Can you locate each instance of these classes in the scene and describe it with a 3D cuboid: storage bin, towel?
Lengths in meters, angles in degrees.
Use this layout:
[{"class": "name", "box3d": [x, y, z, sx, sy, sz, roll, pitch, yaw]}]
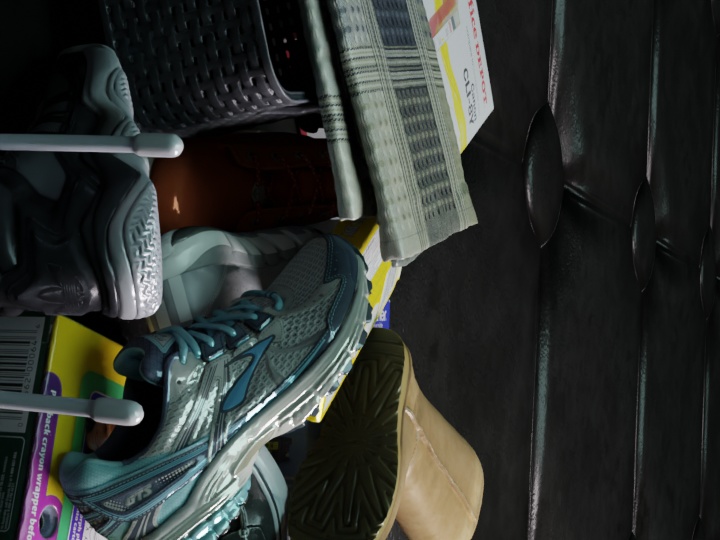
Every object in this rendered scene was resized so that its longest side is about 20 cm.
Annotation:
[{"class": "storage bin", "box3d": [-0.081, -0.181, 0.813, 0.135, 0.093, 0.201, -16, 94, -70]}, {"class": "towel", "box3d": [0.014, -0.105, 0.862, 0.193, 0.034, 0.201, -25, 100, -72]}]

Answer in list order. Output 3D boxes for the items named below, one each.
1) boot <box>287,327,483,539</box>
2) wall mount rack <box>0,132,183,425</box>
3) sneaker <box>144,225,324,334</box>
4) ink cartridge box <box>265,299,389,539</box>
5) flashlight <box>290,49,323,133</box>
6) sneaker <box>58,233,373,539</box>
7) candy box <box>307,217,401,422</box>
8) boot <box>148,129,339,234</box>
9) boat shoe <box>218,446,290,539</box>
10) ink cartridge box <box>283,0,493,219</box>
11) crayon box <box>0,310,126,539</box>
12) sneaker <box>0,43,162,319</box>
[{"class": "boot", "box3d": [0.029, 0.155, 0.979, 0.200, 0.066, 0.176, 60, 42, -52]}, {"class": "wall mount rack", "box3d": [-0.173, -0.009, 0.600, 0.173, 0.075, 0.201, 13, 75, -24]}, {"class": "sneaker", "box3d": [-0.067, 0.037, 0.845, 0.200, 0.075, 0.116, -4, 76, -64]}, {"class": "ink cartridge box", "box3d": [-0.039, 0.084, 0.996, 0.136, 0.076, 0.201, 2, 87, -66]}, {"class": "flashlight", "box3d": [-0.030, -0.194, 0.967, 0.068, 0.068, 0.201, 139, -59, -64]}, {"class": "sneaker", "box3d": [-0.069, 0.051, 0.723, 0.086, 0.078, 0.200, 44, 66, -22]}, {"class": "candy box", "box3d": [0.000, 0.000, 0.896, 0.200, 0.026, 0.103, -58, 159, -61]}, {"class": "boot", "box3d": [-0.063, -0.054, 0.897, 0.200, 0.107, 0.075, -26, 116, -62]}, {"class": "boat shoe", "box3d": [-0.080, 0.179, 0.894, 0.071, 0.072, 0.201, -53, 133, -58]}, {"class": "ink cartridge box", "box3d": [0.028, -0.147, 1.122, 0.200, 0.083, 0.146, -54, 138, -53]}, {"class": "crayon box", "box3d": [-0.150, 0.140, 0.763, 0.173, 0.058, 0.201, 41, 53, -62]}, {"class": "sneaker", "box3d": [-0.163, -0.046, 0.706, 0.200, 0.113, 0.076, -114, -159, -50]}]
